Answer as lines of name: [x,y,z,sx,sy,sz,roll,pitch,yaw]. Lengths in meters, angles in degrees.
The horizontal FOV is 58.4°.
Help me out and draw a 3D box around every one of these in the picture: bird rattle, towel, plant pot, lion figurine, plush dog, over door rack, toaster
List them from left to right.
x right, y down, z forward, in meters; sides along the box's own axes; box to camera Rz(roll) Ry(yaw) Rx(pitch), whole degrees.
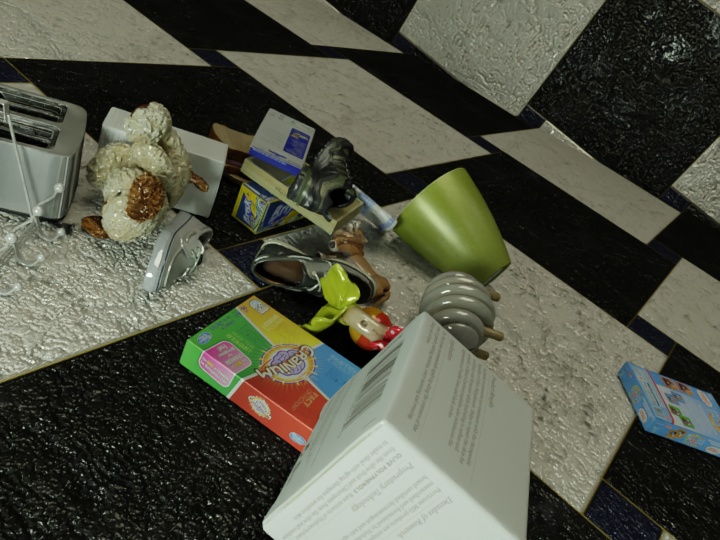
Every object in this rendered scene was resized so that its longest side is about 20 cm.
over door rack: [-0.425,-0.093,0.778,0.066,0.202,0.148,-7,31,4]
toaster: [-0.486,-0.166,0.918,0.198,0.119,0.182,13,33,-23]
plush dog: [-0.314,-0.113,0.930,0.160,0.199,0.173,39,47,-26]
towel: [-0.015,-0.143,1.250,0.199,0.024,0.147,39,-3,-4]
lion figurine: [0.000,0.000,1.109,0.122,0.072,0.201,5,48,-55]
bird rattle: [0.019,0.080,0.933,0.198,0.114,0.163,25,-3,13]
plant pot: [0.196,-0.062,1.266,0.201,0.187,0.186,53,36,14]

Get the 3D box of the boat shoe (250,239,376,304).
boat shoe: [-0.073,0.014,1.008,0.198,0.072,0.068,18,23,2]

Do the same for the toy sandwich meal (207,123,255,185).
toy sandwich meal: [-0.217,-0.231,1.284,0.203,0.071,0.206,20,30,-12]

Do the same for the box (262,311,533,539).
box: [0.047,0.196,0.653,0.171,0.200,0.199,41,29,-4]

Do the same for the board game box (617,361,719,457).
board game box: [0.588,0.258,1.185,0.198,0.037,0.152,20,30,-10]

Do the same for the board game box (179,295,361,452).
board game box: [-0.107,0.127,0.835,0.199,0.041,0.153,33,30,11]

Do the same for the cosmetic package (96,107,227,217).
cosmetic package: [-0.330,-0.177,1.070,0.198,0.114,0.081,17,31,-20]

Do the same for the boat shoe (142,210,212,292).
boat shoe: [-0.256,-0.030,0.930,0.066,0.074,0.201,19,30,-10]

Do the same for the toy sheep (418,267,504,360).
toy sheep: [0.158,0.076,1.043,0.137,0.139,0.201,21,36,-10]

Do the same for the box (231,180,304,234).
box: [-0.143,-0.132,1.186,0.064,0.070,0.200,36,31,16]

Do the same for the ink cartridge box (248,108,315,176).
ink cartridge box: [-0.142,-0.227,1.165,0.099,0.039,0.201,24,29,-10]

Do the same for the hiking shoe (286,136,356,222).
hiking shoe: [-0.048,-0.153,1.110,0.100,0.076,0.200,40,44,-6]

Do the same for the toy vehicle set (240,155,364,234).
toy vehicle set: [-0.101,-0.148,1.149,0.199,0.027,0.124,35,31,9]
